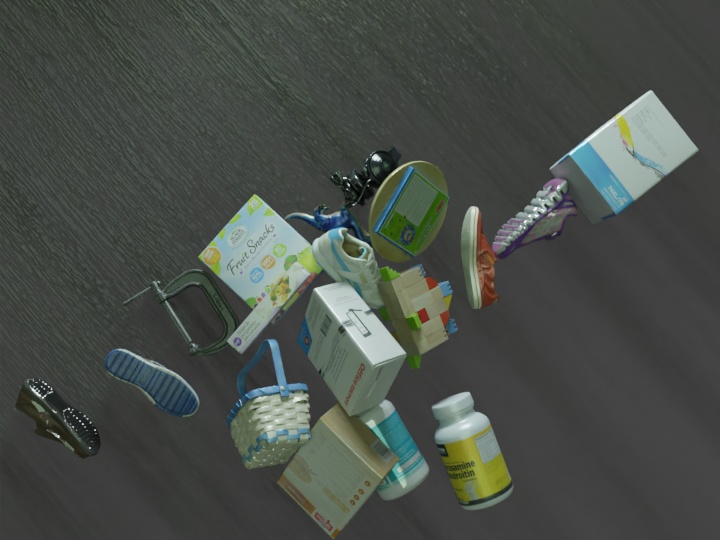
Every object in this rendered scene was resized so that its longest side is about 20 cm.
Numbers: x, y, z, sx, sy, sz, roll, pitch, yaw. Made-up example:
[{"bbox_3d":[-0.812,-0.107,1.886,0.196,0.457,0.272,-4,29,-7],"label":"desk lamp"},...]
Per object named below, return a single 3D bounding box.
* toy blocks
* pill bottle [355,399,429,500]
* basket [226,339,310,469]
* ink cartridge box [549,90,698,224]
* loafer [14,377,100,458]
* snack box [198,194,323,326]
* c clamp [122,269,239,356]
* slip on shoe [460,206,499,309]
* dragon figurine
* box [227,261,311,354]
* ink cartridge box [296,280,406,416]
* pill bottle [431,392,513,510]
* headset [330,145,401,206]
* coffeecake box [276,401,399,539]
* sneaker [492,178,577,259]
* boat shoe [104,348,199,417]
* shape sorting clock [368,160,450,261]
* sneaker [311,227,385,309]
[{"bbox_3d":[0.122,0.068,1.397,0.136,0.100,0.201,-25,94,-33],"label":"toy blocks"},{"bbox_3d":[0.039,0.326,1.387,0.110,0.111,0.201,-30,88,-1],"label":"pill bottle"},{"bbox_3d":[-0.175,0.252,1.344,0.138,0.176,0.201,-4,60,-34],"label":"basket"},{"bbox_3d":[0.502,-0.214,1.397,0.200,0.147,0.146,-38,87,-1],"label":"ink cartridge box"},{"bbox_3d":[-0.592,0.298,1.416,0.200,0.073,0.071,43,98,7],"label":"loafer"},{"bbox_3d":[-0.188,-0.019,1.426,0.200,0.068,0.169,42,90,3],"label":"snack box"},{"bbox_3d":[-0.345,0.091,1.445,0.171,0.027,0.200,-39,86,-7],"label":"c clamp"},{"bbox_3d":[0.236,-0.026,1.427,0.061,0.074,0.202,-7,92,-7],"label":"slip on shoe"},{"bbox_3d":[-0.053,-0.080,1.433,0.198,0.059,0.100,-7,87,0],"label":"dragon figurine"},{"bbox_3d":[-0.172,0.070,1.372,0.039,0.041,0.200,41,94,2],"label":"box"},{"bbox_3d":[-0.021,0.142,1.337,0.084,0.147,0.200,-14,51,-37],"label":"ink cartridge box"},{"bbox_3d":[0.208,0.342,1.386,0.111,0.112,0.201,-21,87,-1],"label":"pill bottle"},{"bbox_3d":[0.006,-0.183,1.372,0.094,0.200,0.123,47,124,-10],"label":"headset"},{"bbox_3d":[-0.045,0.371,1.342,0.153,0.073,0.201,41,122,14],"label":"coffeecake box"},{"bbox_3d":[0.350,-0.086,1.430,0.200,0.081,0.089,-43,106,1],"label":"sneaker"},{"bbox_3d":[-0.397,0.212,1.412,0.199,0.072,0.072,35,87,-3],"label":"boat shoe"},{"bbox_3d":[0.093,-0.112,1.391,0.199,0.039,0.201,-16,119,-31],"label":"shape sorting clock"},{"bbox_3d":[0.000,0.000,1.389,0.200,0.081,0.077,41,43,-24],"label":"sneaker"}]
